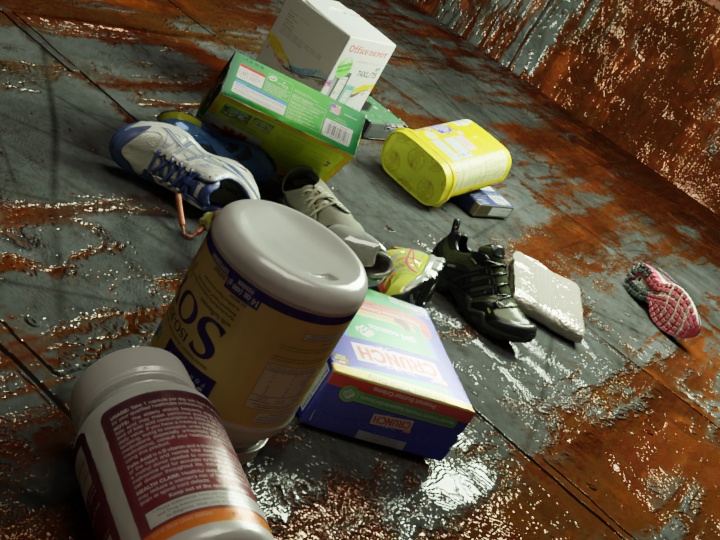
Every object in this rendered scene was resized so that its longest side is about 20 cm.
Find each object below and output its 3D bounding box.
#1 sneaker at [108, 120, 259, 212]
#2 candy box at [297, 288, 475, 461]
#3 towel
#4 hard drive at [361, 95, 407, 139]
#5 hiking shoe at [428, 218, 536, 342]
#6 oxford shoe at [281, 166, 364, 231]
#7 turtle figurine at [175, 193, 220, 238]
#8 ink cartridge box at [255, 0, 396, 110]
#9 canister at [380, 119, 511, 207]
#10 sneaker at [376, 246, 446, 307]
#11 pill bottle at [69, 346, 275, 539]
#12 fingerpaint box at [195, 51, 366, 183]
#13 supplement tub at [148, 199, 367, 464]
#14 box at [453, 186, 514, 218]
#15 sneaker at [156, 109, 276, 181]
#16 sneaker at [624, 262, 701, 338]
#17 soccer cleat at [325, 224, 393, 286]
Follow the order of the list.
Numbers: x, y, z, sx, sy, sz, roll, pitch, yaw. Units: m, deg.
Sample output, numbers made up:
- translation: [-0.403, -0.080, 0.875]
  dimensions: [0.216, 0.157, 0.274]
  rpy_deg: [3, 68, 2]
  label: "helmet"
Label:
- translation: [-0.209, -0.121, 1.279]
  dimensions: [0.199, 0.075, 0.088]
  rpy_deg: [19, 20, -26]
  label: "sneaker"
- translation: [0.010, 0.097, 1.114]
  dimensions: [0.169, 0.077, 0.200]
  rpy_deg: [20, 26, -23]
  label: "candy box"
- translation: [0.293, 0.037, 1.647]
  dimensions: [0.132, 0.035, 0.200]
  rpy_deg: [29, 23, -5]
  label: "towel"
- translation: [-0.017, -0.317, 1.978]
  dimensions: [0.200, 0.038, 0.140]
  rpy_deg: [41, 25, 23]
  label: "hard drive"
- translation: [0.177, 0.016, 1.456]
  dimensions: [0.200, 0.101, 0.076]
  rpy_deg: [42, 25, 23]
  label: "hiking shoe"
- translation: [-0.054, -0.078, 1.384]
  dimensions: [0.075, 0.058, 0.200]
  rpy_deg: [-21, 40, -15]
  label: "oxford shoe"
- translation: [-0.124, -0.031, 1.224]
  dimensions: [0.161, 0.065, 0.200]
  rpy_deg: [6, 34, -46]
  label: "turtle figurine"
- translation: [-0.072, -0.333, 1.730]
  dimensions: [0.146, 0.200, 0.146]
  rpy_deg: [42, 25, 23]
  label: "ink cartridge box"
- translation: [0.154, -0.194, 1.821]
  dimensions: [0.200, 0.087, 0.149]
  rpy_deg: [-19, 53, -45]
  label: "canister"
- translation: [0.047, 0.016, 1.347]
  dimensions: [0.090, 0.078, 0.200]
  rpy_deg: [25, 16, 7]
  label: "sneaker"
- translation: [-0.143, 0.155, 0.757]
  dimensions: [0.114, 0.114, 0.200]
  rpy_deg: [13, 29, -37]
  label: "pill bottle"
- translation: [-0.118, -0.198, 1.438]
  dimensions: [0.199, 0.167, 0.074]
  rpy_deg: [23, 66, -17]
  label: "fingerpaint box"
- translation: [-0.098, 0.055, 0.903]
  dimensions: [0.145, 0.200, 0.146]
  rpy_deg: [26, 23, -12]
  label: "supplement tub"
- translation: [0.181, -0.168, 1.926]
  dimensions: [0.121, 0.032, 0.200]
  rpy_deg: [0, 40, -51]
  label: "box"
- translation: [-0.194, -0.142, 1.388]
  dimensions: [0.200, 0.066, 0.079]
  rpy_deg: [21, 58, -46]
  label: "sneaker"
- translation: [0.563, 0.054, 1.893]
  dimensions: [0.074, 0.081, 0.200]
  rpy_deg: [21, 24, -28]
  label: "sneaker"
- translation: [0.000, 0.000, 1.231]
  dimensions: [0.086, 0.070, 0.200]
  rpy_deg: [14, -10, 13]
  label: "soccer cleat"
